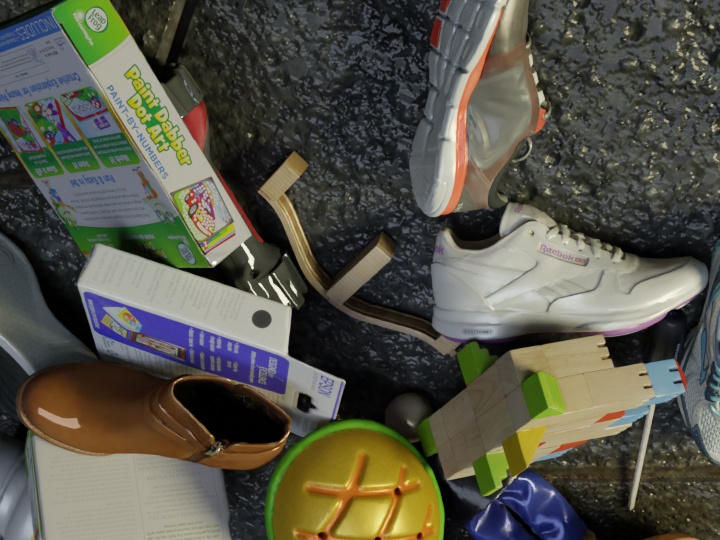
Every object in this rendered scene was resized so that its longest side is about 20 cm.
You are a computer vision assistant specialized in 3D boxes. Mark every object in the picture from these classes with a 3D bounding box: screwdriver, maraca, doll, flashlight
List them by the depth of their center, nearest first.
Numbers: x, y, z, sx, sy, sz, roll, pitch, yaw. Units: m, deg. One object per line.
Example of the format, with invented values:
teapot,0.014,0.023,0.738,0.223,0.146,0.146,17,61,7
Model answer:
flashlight,-0.108,-0.054,1.005,0.068,0.068,0.200,-39,113,-16
maraca,0.006,0.206,1.031,0.137,0.107,0.200,-29,107,-9
screwdriver,0.220,0.113,1.033,0.028,0.029,0.200,18,124,21
doll,0.094,0.175,1.083,0.136,0.048,0.200,-43,100,7

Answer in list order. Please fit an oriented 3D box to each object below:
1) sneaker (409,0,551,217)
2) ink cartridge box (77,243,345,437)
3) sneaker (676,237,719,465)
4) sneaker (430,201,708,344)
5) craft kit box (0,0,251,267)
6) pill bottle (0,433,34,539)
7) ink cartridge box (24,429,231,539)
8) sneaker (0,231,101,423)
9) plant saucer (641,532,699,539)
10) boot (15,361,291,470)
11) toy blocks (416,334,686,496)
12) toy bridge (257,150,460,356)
sneaker,0.092,-0.130,0.927,0.082,0.077,0.200,3,123,-19
ink cartridge box,-0.105,0.061,1.015,0.200,0.043,0.198,21,159,2
sneaker,0.267,0.063,0.966,0.077,0.086,0.200,6,118,11
sneaker,0.146,-0.002,0.966,0.199,0.075,0.100,-6,99,7
craft kit box,-0.187,-0.092,0.952,0.200,0.048,0.198,1,124,55
pill bottle,-0.232,0.217,1.150,0.200,0.111,0.111,25,120,-1
ink cartridge box,-0.177,0.217,1.055,0.147,0.200,0.076,-3,151,-19
sneaker,-0.289,0.050,1.099,0.200,0.071,0.099,51,140,2
plant saucer,0.202,0.289,1.063,0.037,0.200,0.201,30,128,39
boot,-0.150,0.105,0.987,0.200,0.077,0.155,20,165,-10
toy blocks,0.143,0.098,0.985,0.136,0.100,0.200,-7,159,-24
toy bridge,0.000,0.000,1.028,0.200,0.027,0.067,42,119,-10
